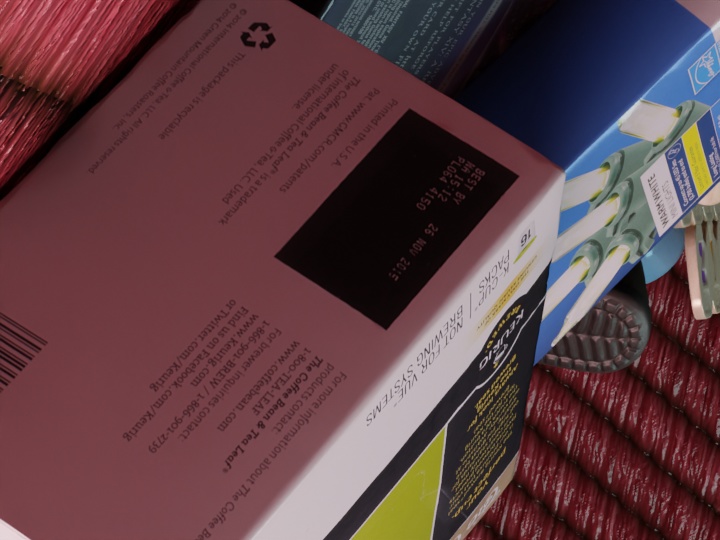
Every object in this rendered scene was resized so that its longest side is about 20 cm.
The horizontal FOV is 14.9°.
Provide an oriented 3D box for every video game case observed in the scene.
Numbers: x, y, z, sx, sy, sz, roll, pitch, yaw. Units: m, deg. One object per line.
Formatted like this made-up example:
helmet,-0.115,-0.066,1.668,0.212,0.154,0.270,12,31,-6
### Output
video game case,0.027,-0.070,1.029,0.200,0.019,0.143,8,119,-58

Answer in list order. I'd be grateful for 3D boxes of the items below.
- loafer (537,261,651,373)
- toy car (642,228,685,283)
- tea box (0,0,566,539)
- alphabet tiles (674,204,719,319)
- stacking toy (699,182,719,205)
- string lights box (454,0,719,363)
loafer,0.049,-0.004,1.356,0.071,0.200,0.073,-66,170,-48
toy car,0.067,-0.104,1.461,0.177,0.184,0.200,-16,-122,24
tea box,-0.049,0.054,0.871,0.200,0.134,0.197,-48,159,-28
alphabet tiles,0.174,-0.073,1.460,0.015,0.196,0.200,-6,-179,16
stacking toy,0.061,-0.018,1.214,0.200,0.085,0.085,-33,-178,12
string lights box,0.070,-0.032,1.054,0.200,0.059,0.103,-44,151,-9
